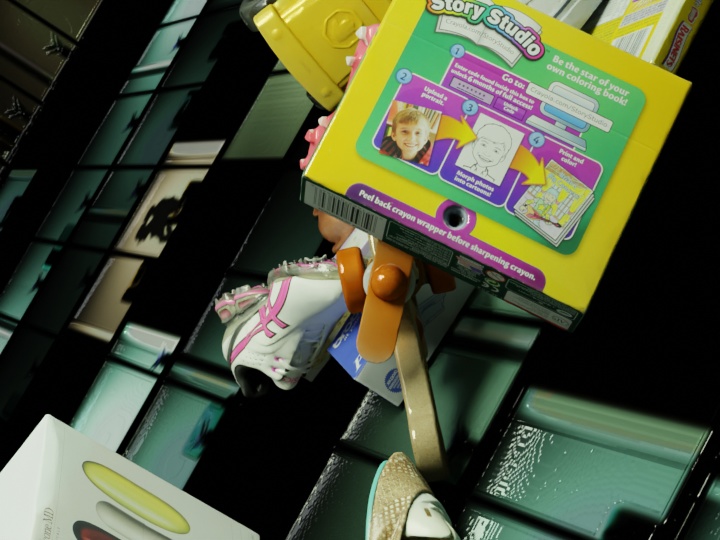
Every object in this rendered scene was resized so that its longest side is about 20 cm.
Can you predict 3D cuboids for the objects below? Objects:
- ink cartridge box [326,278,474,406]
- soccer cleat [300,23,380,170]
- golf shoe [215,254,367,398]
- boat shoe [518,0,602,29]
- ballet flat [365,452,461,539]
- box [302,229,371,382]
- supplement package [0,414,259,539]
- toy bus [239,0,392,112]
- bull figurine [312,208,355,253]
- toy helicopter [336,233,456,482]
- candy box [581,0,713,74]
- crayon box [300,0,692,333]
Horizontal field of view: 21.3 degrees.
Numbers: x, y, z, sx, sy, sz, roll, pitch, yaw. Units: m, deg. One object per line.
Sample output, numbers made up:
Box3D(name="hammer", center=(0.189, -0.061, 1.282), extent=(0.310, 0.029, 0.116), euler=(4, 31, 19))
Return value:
Box3D(name="ink cartridge box", center=(0.055, -0.004, 1.429), extent=(0.201, 0.044, 0.094), euler=(-58, 18, 2))
Box3D(name="soccer cleat", center=(0.007, -0.137, 1.738), extent=(0.201, 0.076, 0.067), euler=(-65, 33, 34))
Box3D(name="golf shoe", center=(-0.046, 0.043, 1.488), extent=(0.200, 0.072, 0.093), euler=(-29, 68, 59))
Box3D(name="boat shoe", center=(0.169, -0.246, 1.435), extent=(0.073, 0.067, 0.200), euler=(-25, 25, 52))
Box3D(name="ballet flat", center=(0.033, 0.194, 1.179), extent=(0.065, 0.071, 0.201), euler=(-14, 44, 26))
Box3D(name="box", center=(0.000, 0.000, 1.561), extent=(0.200, 0.041, 0.039), euler=(-52, 22, 14))
Box3D(name="supplement package", center=(-0.192, 0.250, 1.408), extent=(0.147, 0.199, 0.192), euler=(-50, 21, 20))
Box3D(name="toy bus", center=(-0.011, -0.279, 1.901), extent=(0.192, 0.136, 0.200), euler=(-39, 21, 12))
Box3D(name="bull figurine", center=(0.025, -0.107, 1.628), extent=(0.200, 0.065, 0.121), euler=(-53, 17, 9))
Box3D(name="toy helicopter", center=(0.032, 0.043, 1.290), extent=(0.132, 0.078, 0.201), euler=(73, -175, -66))
Box3D(name="candy box", center=(0.181, -0.163, 1.390), extent=(0.103, 0.026, 0.200), euler=(-59, 18, -20))
Box3D(name="crayon box", center=(0.087, -0.083, 1.238), extent=(0.173, 0.199, 0.058), euler=(-63, -4, -16))
